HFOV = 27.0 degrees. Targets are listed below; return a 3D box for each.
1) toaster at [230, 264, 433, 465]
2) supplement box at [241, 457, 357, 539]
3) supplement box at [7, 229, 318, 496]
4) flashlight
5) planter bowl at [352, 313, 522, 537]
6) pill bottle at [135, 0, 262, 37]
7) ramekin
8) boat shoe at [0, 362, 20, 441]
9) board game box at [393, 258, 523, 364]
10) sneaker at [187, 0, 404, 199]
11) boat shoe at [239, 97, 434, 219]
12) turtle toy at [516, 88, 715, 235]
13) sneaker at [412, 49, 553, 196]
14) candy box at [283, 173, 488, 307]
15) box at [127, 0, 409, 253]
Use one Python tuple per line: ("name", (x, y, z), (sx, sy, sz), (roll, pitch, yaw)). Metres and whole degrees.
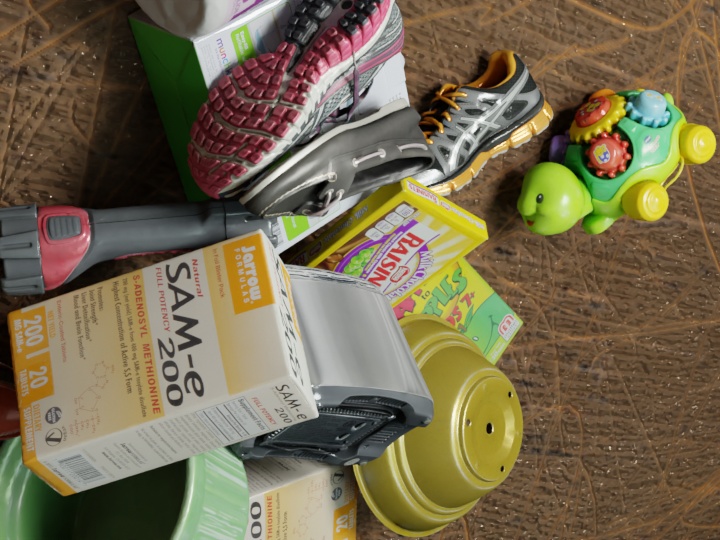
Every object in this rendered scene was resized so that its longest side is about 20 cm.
("toaster", (-0.042, 0.076, 1.188), (0.200, 0.129, 0.114), (10, 142, -44))
("supplement box", (-0.099, 0.231, 1.313), (0.200, 0.073, 0.126), (-16, 119, -36))
("supplement box", (-0.142, 0.066, 1.068), (0.200, 0.126, 0.074), (-19, 148, 6))
("flashlight", (-0.163, -0.022, 1.097), (0.200, 0.068, 0.068), (-5, 112, -12))
("planter bowl", (0.085, 0.138, 1.326), (0.200, 0.083, 0.201), (3, 86, -48))
("pill bottle", (-0.071, -0.257, 1.067), (0.200, 0.112, 0.112), (-39, 131, -30))
("ramekin", (-0.182, 0.182, 1.144), (0.200, 0.200, 0.098), (-58, 143, -4))
("boat shoe", (-0.310, 0.096, 1.076), (0.200, 0.063, 0.071), (16, 96, -45))
("board game box", (0.065, 0.034, 1.399), (0.102, 0.048, 0.200), (-54, 135, -8))
("sneaker", (-0.039, -0.124, 1.076), (0.200, 0.081, 0.075), (-46, 144, -9))
("boat shoe", (-0.008, -0.073, 1.095), (0.057, 0.067, 0.200), (54, 41, 1))
("turtle toy", (0.232, -0.103, 1.437), (0.200, 0.146, 0.101), (-48, 114, -14))
("sneaker", (0.082, -0.125, 1.331), (0.200, 0.078, 0.077), (-37, 117, -29))
("candy box", (0.000, 0.000, 1.249), (0.102, 0.026, 0.200), (25, 130, -38))
("box", (-0.059, -0.139, 1.171), (0.176, 0.097, 0.200), (-35, 129, -26))
